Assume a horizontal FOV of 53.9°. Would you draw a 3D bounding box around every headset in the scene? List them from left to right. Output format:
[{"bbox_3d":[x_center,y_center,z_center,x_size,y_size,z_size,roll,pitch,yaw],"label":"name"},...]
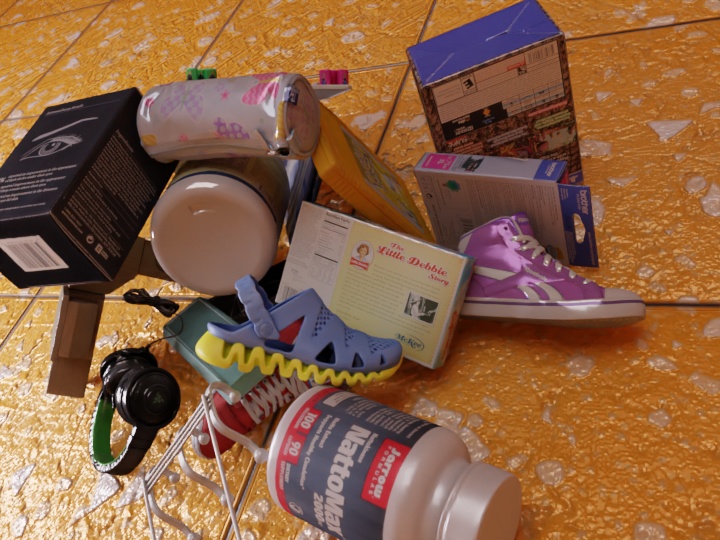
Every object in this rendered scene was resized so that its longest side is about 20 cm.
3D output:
[{"bbox_3d":[-0.256,0.123,0.780,0.123,0.093,0.203,25,89,51],"label":"headset"}]

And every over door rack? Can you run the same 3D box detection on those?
[{"bbox_3d":[-0.141,0.224,0.632,0.148,0.066,0.201,-53,32,26],"label":"over door rack"}]

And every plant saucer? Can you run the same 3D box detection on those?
[{"bbox_3d":[-0.160,0.079,0.777,0.070,0.019,0.199,-41,34,-18],"label":"plant saucer"}]

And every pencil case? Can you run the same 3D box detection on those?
[{"bbox_3d":[-0.140,-0.157,0.752,0.197,0.083,0.092,4,73,24],"label":"pencil case"}]

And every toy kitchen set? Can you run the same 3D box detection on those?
[{"bbox_3d":[-0.274,0.062,0.859,0.163,0.178,0.204,11,88,67],"label":"toy kitchen set"}]

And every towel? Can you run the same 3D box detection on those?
[{"bbox_3d":[-0.081,-0.125,0.928,0.023,0.149,0.201,11,27,-17],"label":"towel"}]

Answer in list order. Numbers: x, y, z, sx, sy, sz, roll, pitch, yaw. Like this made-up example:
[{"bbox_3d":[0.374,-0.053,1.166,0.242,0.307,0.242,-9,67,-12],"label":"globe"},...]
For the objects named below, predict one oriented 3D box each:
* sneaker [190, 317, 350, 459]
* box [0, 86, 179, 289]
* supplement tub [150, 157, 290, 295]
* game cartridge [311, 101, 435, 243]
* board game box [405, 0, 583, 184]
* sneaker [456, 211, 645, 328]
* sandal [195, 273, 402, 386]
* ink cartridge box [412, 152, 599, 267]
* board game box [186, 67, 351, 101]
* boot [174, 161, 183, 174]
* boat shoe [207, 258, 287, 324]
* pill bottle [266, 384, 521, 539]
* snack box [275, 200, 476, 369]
[{"bbox_3d":[-0.084,0.125,0.747,0.111,0.072,0.201,14,54,39],"label":"sneaker"},{"bbox_3d":[-0.312,-0.091,0.781,0.146,0.105,0.202,-4,48,26],"label":"box"},{"bbox_3d":[-0.161,-0.079,0.856,0.143,0.147,0.201,-16,28,10],"label":"supplement tub"},{"bbox_3d":[0.007,-0.110,0.838,0.032,0.200,0.178,-37,41,15],"label":"game cartridge"},{"bbox_3d":[0.159,-0.180,0.827,0.157,0.201,0.098,-19,42,7],"label":"board game box"},{"bbox_3d":[0.183,-0.003,0.709,0.197,0.072,0.116,4,81,28],"label":"sneaker"},{"bbox_3d":[-0.053,0.058,0.672,0.196,0.089,0.079,10,1,-11],"label":"sandal"},{"bbox_3d":[0.163,-0.067,0.776,0.198,0.120,0.042,12,52,35],"label":"ink cartridge box"},{"bbox_3d":[-0.128,-0.237,0.909,0.196,0.026,0.200,-3,10,-14],"label":"board game box"},{"bbox_3d":[-0.204,-0.191,1.019,0.072,0.201,0.157,-9,41,43],"label":"boot"},{"bbox_3d":[-0.132,0.031,0.868,0.197,0.063,0.075,-19,45,10],"label":"boat shoe"},{"bbox_3d":[0.028,0.182,0.602,0.198,0.120,0.120,13,55,35],"label":"pill bottle"},{"bbox_3d":[0.012,0.011,0.746,0.198,0.037,0.118,21,99,24],"label":"snack box"}]
